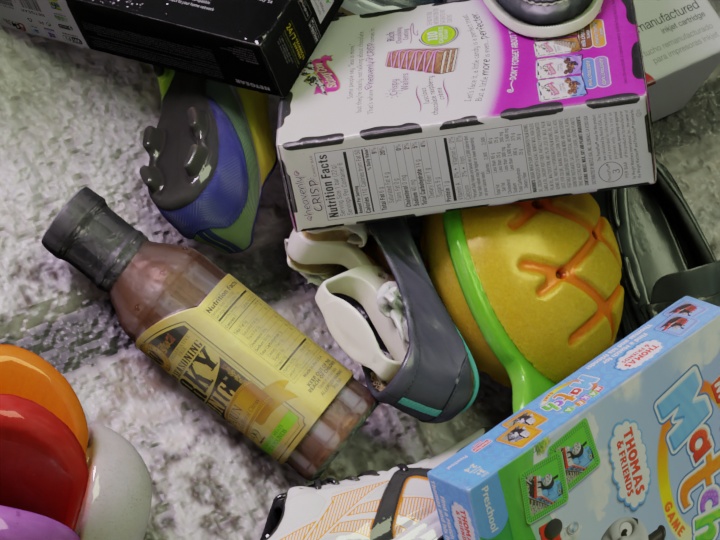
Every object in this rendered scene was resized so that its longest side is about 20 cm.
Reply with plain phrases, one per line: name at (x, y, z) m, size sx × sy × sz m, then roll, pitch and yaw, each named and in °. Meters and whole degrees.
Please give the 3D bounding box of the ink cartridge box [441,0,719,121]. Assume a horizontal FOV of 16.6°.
ink cartridge box at (0.108, -0.176, 1.502) m, size 0.144 × 0.084 × 0.201 m, roll -24°, pitch 74°, yaw -28°

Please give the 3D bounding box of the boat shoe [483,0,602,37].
boat shoe at (0.100, -0.210, 1.390) m, size 0.074 × 0.066 × 0.200 m, roll -2°, pitch 41°, yaw 8°

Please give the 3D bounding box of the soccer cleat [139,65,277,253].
soccer cleat at (-0.078, -0.097, 1.417) m, size 0.084 × 0.064 × 0.201 m, roll 46°, pitch 38°, yaw -39°

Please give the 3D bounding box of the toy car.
toy car at (-0.185, 0.131, 1.196) m, size 0.174 × 0.150 × 0.201 m, roll 12°, pitch 60°, yaw -15°

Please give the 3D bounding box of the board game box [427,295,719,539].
board game box at (0.132, 0.127, 1.331) m, size 0.200 × 0.037 × 0.152 m, roll -32°, pitch 122°, yaw -31°

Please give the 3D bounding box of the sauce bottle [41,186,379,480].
sauce bottle at (-0.084, 0.032, 1.337) m, size 0.200 × 0.065 × 0.065 m, roll 38°, pitch 57°, yaw 3°

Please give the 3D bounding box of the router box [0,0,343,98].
router box at (-0.098, -0.187, 1.385) m, size 0.199 × 0.051 × 0.150 m, roll 17°, pitch 62°, yaw 27°

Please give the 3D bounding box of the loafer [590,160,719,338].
loafer at (0.185, 0.019, 1.439) m, size 0.068 × 0.070 × 0.201 m, roll -16°, pitch 71°, yaw -26°

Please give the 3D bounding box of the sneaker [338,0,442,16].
sneaker at (-0.016, -0.230, 1.450) m, size 0.200 × 0.109 × 0.070 m, roll 38°, pitch 27°, yaw 12°

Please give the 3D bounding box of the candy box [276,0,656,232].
candy box at (0.057, -0.092, 1.354) m, size 0.199 × 0.061 × 0.137 m, roll -7°, pitch 34°, yaw 6°

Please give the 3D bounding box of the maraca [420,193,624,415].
maraca at (0.098, 0.020, 1.383) m, size 0.137 × 0.107 × 0.201 m, roll 1°, pitch 67°, yaw -53°

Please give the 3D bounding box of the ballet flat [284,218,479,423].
ballet flat at (0.000, 0.000, 1.357) m, size 0.073 × 0.073 × 0.201 m, roll -8°, pitch 51°, yaw -24°

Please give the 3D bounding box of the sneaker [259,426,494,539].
sneaker at (0.003, 0.132, 1.312) m, size 0.200 × 0.074 × 0.080 m, roll -33°, pitch 77°, yaw -31°
